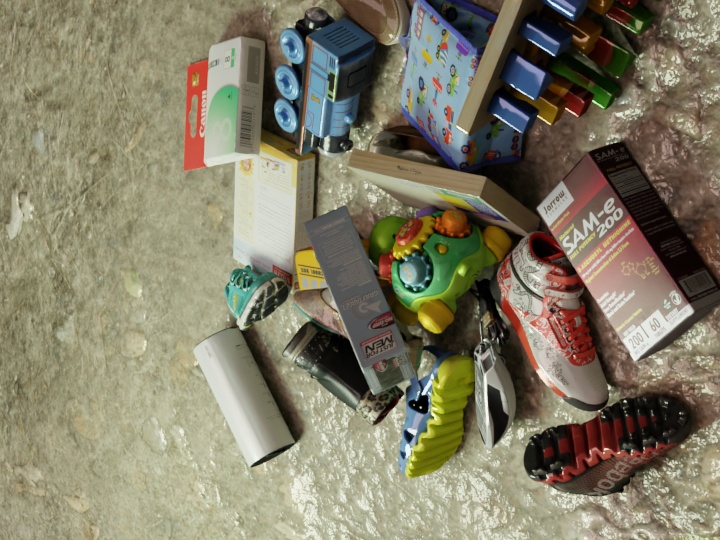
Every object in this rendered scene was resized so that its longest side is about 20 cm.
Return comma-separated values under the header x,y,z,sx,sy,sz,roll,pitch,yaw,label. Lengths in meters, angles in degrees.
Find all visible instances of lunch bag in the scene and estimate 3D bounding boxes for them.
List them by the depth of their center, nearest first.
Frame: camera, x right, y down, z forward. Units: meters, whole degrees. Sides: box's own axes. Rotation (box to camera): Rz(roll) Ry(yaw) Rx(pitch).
x,y,z,sx,sy,sz,roll,pitch,yaw,label
0.101,-0.226,1.579,0.200,0.093,0.152,42,136,44,lunch bag

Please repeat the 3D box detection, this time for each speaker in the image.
x,y,z,sx,sy,sz,roll,pitch,yaw,label
-0.174,0.191,2.066,0.081,0.081,0.202,-41,73,49,speaker

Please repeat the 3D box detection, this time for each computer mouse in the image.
x,y,z,sx,sy,sz,roll,pitch,yaw,label
0.162,0.119,1.652,0.110,0.043,0.203,-108,12,-62,computer mouse

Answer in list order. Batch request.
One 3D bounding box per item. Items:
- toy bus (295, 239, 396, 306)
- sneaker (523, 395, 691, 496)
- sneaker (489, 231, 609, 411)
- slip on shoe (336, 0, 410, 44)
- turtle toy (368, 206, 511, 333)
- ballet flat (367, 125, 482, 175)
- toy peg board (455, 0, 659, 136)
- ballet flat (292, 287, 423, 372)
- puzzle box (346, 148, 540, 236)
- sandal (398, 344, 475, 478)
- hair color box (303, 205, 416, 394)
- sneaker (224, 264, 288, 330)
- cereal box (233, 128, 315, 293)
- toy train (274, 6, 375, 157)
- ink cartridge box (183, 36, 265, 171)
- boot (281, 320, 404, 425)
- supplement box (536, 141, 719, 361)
x,y,z,sx,sy,sz,roll,pitch,yaw,label
0.000,0.000,1.794,0.199,0.065,0.080,9,112,48,toy bus
0.284,0.199,1.527,0.199,0.098,0.072,-25,44,29,sneaker
0.227,0.052,1.541,0.203,0.067,0.108,57,142,22,sneaker
-0.016,-0.349,1.680,0.201,0.060,0.076,55,139,20,slip on shoe
0.075,-0.016,1.615,0.101,0.146,0.199,45,167,-20,turtle toy
0.057,-0.137,1.663,0.199,0.072,0.069,18,105,46,ballet flat
0.210,-0.229,1.364,0.097,0.199,0.202,34,130,17,toy peg board
0.002,0.058,1.731,0.199,0.068,0.068,32,118,22,ballet flat
0.096,-0.090,1.587,0.198,0.133,0.026,17,81,39,puzzle box
0.088,0.174,1.756,0.087,0.079,0.202,42,126,40,sandal
-0.001,0.036,1.651,0.099,0.060,0.202,68,179,-65,hair color box
-0.158,0.033,1.944,0.080,0.077,0.200,57,161,1,sneaker
-0.122,-0.086,1.928,0.143,0.039,0.203,30,126,41,cereal box
-0.047,-0.230,1.733,0.114,0.086,0.202,40,141,29,toy train
-0.209,-0.230,1.933,0.199,0.050,0.164,-4,82,49,ink cartridge box
-0.012,0.130,1.798,0.153,0.203,0.074,39,100,10,boot
0.282,-0.020,1.452,0.201,0.060,0.109,59,140,17,supplement box
